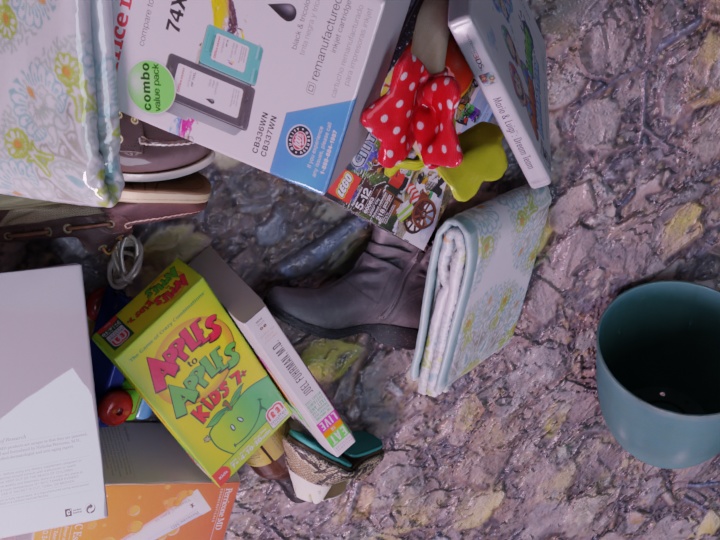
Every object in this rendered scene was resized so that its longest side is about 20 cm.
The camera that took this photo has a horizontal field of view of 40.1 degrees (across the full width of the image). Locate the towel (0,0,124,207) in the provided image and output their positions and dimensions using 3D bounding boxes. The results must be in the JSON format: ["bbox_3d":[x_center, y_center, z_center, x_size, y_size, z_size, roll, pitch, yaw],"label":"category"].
[{"bbox_3d":[-0.249,-0.152,0.703,0.048,0.168,0.204,-28,123,-56],"label":"towel"}]

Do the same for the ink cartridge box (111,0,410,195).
[{"bbox_3d":[-0.080,-0.177,0.743,0.197,0.146,0.149,21,114,4],"label":"ink cartridge box"}]

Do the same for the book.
[{"bbox_3d":[-0.083,0.080,0.958,0.048,0.133,0.202,-38,128,-11],"label":"book"}]

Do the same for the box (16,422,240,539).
[{"bbox_3d":[-0.238,0.233,1.002,0.196,0.098,0.126,4,117,-28],"label":"box"}]

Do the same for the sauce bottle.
[{"bbox_3d":[-0.105,0.179,1.055,0.064,0.065,0.202,-32,128,-4],"label":"sauce bottle"}]

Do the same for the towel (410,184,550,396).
[{"bbox_3d":[0.123,0.017,1.027,0.170,0.048,0.203,-28,137,-49],"label":"towel"}]

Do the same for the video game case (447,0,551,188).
[{"bbox_3d":[0.124,-0.203,0.857,0.023,0.203,0.183,-15,133,24],"label":"video game case"}]

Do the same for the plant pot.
[{"bbox_3d":[0.376,0.141,1.191,0.197,0.202,0.163,-19,138,-13],"label":"plant pot"}]

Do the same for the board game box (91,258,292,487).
[{"bbox_3d":[-0.147,0.098,0.900,0.101,0.047,0.202,-43,134,-17],"label":"board game box"}]

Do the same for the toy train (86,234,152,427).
[{"bbox_3d":[-0.192,0.046,0.930,0.114,0.084,0.203,7,108,-47],"label":"toy train"}]

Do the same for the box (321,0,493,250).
[{"bbox_3d":[0.050,-0.138,0.926,0.135,0.038,0.203,24,95,-36],"label":"box"}]

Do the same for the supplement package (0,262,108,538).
[{"bbox_3d":[-0.317,0.105,0.806,0.187,0.147,0.205,-6,93,-21],"label":"supplement package"}]

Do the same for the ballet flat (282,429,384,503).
[{"bbox_3d":[-0.034,0.215,1.066,0.076,0.067,0.199,-64,155,4],"label":"ballet flat"}]

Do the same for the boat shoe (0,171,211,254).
[{"bbox_3d":[-0.226,-0.051,0.843,0.196,0.072,0.073,-4,121,-14],"label":"boat shoe"}]

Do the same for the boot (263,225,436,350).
[{"bbox_3d":[0.000,0.000,1.005,0.197,0.070,0.134,9,108,-35],"label":"boot"}]

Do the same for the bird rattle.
[{"bbox_3d":[0.054,-0.147,0.817,0.200,0.110,0.167,36,58,-67],"label":"bird rattle"}]

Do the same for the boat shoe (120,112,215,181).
[{"bbox_3d":[-0.216,-0.116,0.816,0.196,0.072,0.060,-2,124,-18],"label":"boat shoe"}]
